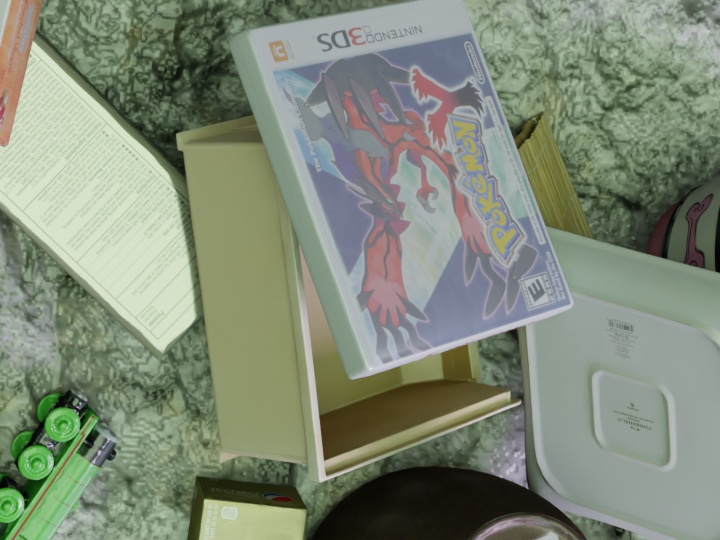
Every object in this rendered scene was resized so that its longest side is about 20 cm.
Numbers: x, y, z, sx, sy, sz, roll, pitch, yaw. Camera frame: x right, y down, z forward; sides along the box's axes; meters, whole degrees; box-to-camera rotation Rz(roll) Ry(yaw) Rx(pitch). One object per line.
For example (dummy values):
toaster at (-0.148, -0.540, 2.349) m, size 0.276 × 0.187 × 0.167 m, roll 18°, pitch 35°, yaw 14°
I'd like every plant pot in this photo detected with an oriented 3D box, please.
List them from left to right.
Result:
plant pot at (0.071, 0.198, 1.606) m, size 0.186 × 0.200 × 0.188 m, roll 3°, pitch 78°, yaw -14°

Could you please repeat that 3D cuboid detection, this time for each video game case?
video game case at (0.026, -0.053, 1.523) m, size 0.182 × 0.023 × 0.201 m, roll -16°, pitch 84°, yaw -45°

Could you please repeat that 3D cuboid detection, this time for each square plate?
square plate at (0.167, 0.081, 1.598) m, size 0.028 × 0.199 × 0.199 m, roll -33°, pitch 127°, yaw -41°

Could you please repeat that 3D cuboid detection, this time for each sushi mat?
sushi mat at (0.135, 0.007, 1.672) m, size 0.012 × 0.096 × 0.201 m, roll -18°, pitch 102°, yaw 24°

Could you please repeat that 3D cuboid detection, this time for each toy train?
toy train at (-0.219, 0.164, 1.666) m, size 0.056 × 0.042 × 0.200 m, roll 35°, pitch 92°, yaw -22°

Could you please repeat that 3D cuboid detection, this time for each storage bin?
storage bin at (0.000, 0.000, 1.600) m, size 0.198 × 0.093 × 0.201 m, roll -17°, pitch 103°, yaw -45°

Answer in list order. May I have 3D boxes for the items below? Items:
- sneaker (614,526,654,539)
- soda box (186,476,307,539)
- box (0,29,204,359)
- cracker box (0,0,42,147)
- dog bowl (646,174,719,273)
sneaker at (0.189, 0.182, 1.716) m, size 0.088 × 0.074 × 0.201 m, roll 20°, pitch 85°, yaw -11°
soda box at (-0.082, 0.235, 1.684) m, size 0.067 × 0.064 × 0.201 m, roll 7°, pitch 97°, yaw -10°
box at (-0.162, -0.050, 1.620) m, size 0.095 × 0.078 × 0.200 m, roll -44°, pitch 102°, yaw 0°
cracker box at (-0.286, -0.158, 1.551) m, size 0.199 × 0.058 × 0.135 m, roll 11°, pitch 85°, yaw 11°
dog bowl at (0.248, 0.029, 1.649) m, size 0.074 × 0.200 × 0.201 m, roll -16°, pitch 104°, yaw 37°
